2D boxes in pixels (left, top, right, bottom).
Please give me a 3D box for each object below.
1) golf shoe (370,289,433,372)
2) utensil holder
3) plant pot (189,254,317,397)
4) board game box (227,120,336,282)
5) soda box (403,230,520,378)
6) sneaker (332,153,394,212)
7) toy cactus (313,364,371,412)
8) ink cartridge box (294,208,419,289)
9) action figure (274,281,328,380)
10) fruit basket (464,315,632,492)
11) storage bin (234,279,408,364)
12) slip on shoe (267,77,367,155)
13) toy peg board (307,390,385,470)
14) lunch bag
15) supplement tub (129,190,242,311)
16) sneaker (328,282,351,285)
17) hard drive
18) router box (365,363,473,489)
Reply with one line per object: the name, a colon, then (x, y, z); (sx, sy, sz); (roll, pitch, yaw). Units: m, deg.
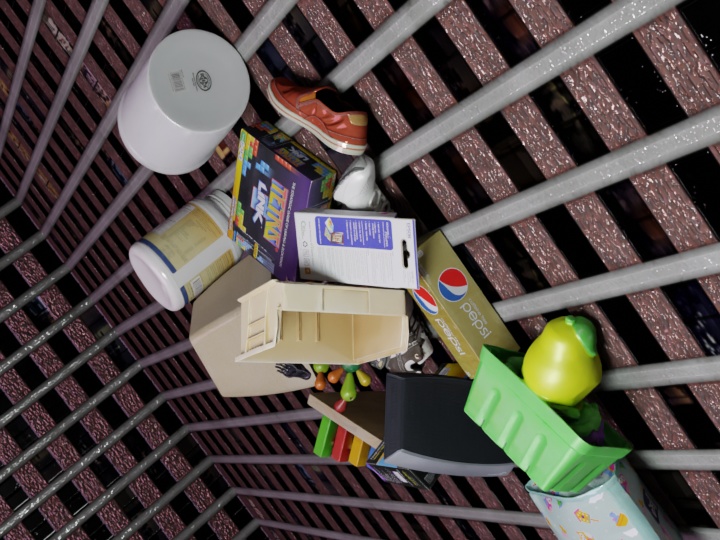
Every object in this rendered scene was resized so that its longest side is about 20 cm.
golf shoe: (0.073, 0.087, 1.717); (0.093, 0.078, 0.201); (20, 146, 10)
utensil holder: (-0.267, -0.255, 1.714); (0.171, 0.169, 0.200); (53, 154, -5)
plant pot: (-0.191, 0.106, 1.980); (0.201, 0.175, 0.202); (-100, -15, -62)
board game box: (-0.124, -0.099, 1.724); (0.165, 0.056, 0.202); (38, 132, 32)
soda box: (0.129, 0.049, 1.539); (0.201, 0.064, 0.068); (54, 158, -7)
sneaker: (0.012, -0.093, 1.568); (0.086, 0.075, 0.201); (31, 159, 14)
toy cactus: (-0.015, 0.110, 1.820); (0.101, 0.202, 0.166); (15, 139, -17)
ink cartridge box: (0.000, -0.031, 1.520); (0.198, 0.037, 0.096); (6, 108, 36)
action figure: (-0.092, 0.066, 1.788); (0.118, 0.202, 0.102); (-30, 131, 26)
fruit basket: (0.246, 0.147, 1.408); (0.214, 0.218, 0.154); (31, -170, 40)
storage bin: (-0.056, 0.076, 1.608); (0.198, 0.197, 0.095); (156, 116, -65)
slip on shoe: (-0.054, -0.219, 1.505); (0.200, 0.073, 0.062); (39, 121, 42)
toy peg board: (0.036, 0.284, 1.872); (0.198, 0.198, 0.099); (26, 106, 45)
lunch bag: (0.334, 0.327, 1.494); (0.171, 0.121, 0.200); (54, 163, -5)
supplement tub: (-0.304, -0.039, 2.053); (0.144, 0.199, 0.145); (40, 155, 23)
sneaker: (0.000, 0.000, 1.670); (0.200, 0.092, 0.072); (110, 164, -79)
hard drive: (0.128, 0.211, 1.554); (0.042, 0.197, 0.137); (-28, 56, 60)
router box: (0.110, 0.225, 1.657); (0.051, 0.200, 0.149); (45, 159, -13)
